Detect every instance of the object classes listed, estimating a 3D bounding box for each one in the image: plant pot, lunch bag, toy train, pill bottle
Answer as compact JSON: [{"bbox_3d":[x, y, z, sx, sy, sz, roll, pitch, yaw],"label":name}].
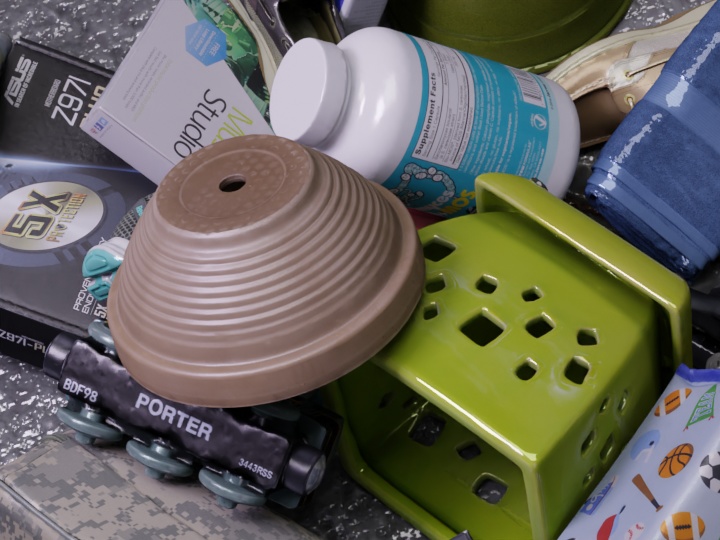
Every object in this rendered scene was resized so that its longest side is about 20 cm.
[{"bbox_3d":[0.103,0.068,1.604,0.199,0.201,0.181,35,66,29],"label":"plant pot"},{"bbox_3d":[0.095,-0.276,1.804,0.199,0.193,0.202,-5,59,9],"label":"plant pot"},{"bbox_3d":[0.233,0.182,1.527,0.170,0.200,0.124,-52,21,-16],"label":"lunch bag"},{"bbox_3d":[-0.066,-0.016,1.522,0.199,0.093,0.202,-11,38,8],"label":"plant pot"},{"bbox_3d":[-0.104,0.091,1.598,0.199,0.114,0.086,23,96,16],"label":"toy train"},{"bbox_3d":[-0.129,0.188,1.613,0.199,0.140,0.167,32,42,27],"label":"lunch bag"},{"bbox_3d":[0.040,-0.097,1.672,0.199,0.111,0.112,14,53,-31],"label":"pill bottle"}]

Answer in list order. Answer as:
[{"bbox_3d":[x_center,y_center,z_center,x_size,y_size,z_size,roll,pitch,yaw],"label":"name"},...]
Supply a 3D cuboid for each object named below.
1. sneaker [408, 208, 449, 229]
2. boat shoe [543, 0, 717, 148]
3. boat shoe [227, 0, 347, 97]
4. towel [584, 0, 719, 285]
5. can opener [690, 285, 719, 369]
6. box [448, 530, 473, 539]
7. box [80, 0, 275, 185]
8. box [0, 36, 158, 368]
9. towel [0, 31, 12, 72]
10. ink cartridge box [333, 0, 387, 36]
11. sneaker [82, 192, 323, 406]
[{"bbox_3d":[0.000,0.000,1.702,0.199,0.074,0.087,-20,56,-39],"label":"sneaker"},{"bbox_3d":[0.205,-0.128,1.764,0.199,0.074,0.067,-26,53,-4],"label":"boat shoe"},{"bbox_3d":[-0.048,-0.189,1.753,0.071,0.066,0.202,-9,71,-40],"label":"boat shoe"},{"bbox_3d":[0.245,-0.100,1.716,0.111,0.049,0.200,40,83,-12],"label":"towel"},{"bbox_3d":[0.204,0.026,1.669,0.199,0.079,0.064,24,112,19],"label":"can opener"},{"bbox_3d":[0.075,0.282,1.523,0.106,0.123,0.201,-28,59,-6],"label":"box"},{"bbox_3d":[-0.080,-0.096,1.748,0.200,0.036,0.145,37,52,-13],"label":"box"},{"bbox_3d":[-0.203,-0.038,1.761,0.163,0.086,0.201,21,64,0],"label":"box"},{"bbox_3d":[-0.299,-0.090,1.758,0.048,0.200,0.172,22,96,-7],"label":"towel"},{"bbox_3d":[-0.039,-0.243,1.833,0.047,0.201,0.198,-9,54,-27],"label":"ink cartridge box"},{"bbox_3d":[-0.088,0.020,1.691,0.077,0.200,0.092,-24,32,50],"label":"sneaker"}]
